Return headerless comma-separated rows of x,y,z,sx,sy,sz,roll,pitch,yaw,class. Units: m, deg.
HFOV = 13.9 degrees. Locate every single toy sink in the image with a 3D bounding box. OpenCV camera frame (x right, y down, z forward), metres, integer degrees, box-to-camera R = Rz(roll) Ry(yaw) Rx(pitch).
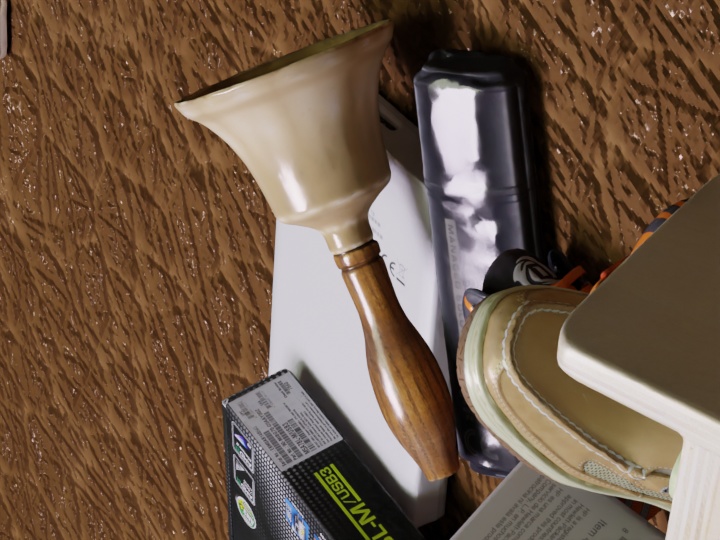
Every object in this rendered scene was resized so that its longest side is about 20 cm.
0.173,0.074,1.002,0.199,0.130,0.112,26,133,24,toy sink

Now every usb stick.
0.058,-0.001,1.312,0.055,0.033,0.201,7,117,31,usb stick

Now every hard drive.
0.002,0.009,1.426,0.132,0.026,0.201,43,142,40,hard drive

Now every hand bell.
0.000,0.000,1.321,0.104,0.104,0.201,-7,106,61,hand bell

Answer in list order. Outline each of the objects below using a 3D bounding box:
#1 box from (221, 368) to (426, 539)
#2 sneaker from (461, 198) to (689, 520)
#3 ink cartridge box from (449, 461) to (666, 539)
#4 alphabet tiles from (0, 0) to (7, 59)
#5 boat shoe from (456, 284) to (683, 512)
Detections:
0.000,0.178,1.490,0.200,0.047,0.194,50,154,30,box
0.092,0.020,1.223,0.112,0.077,0.200,52,147,28,sneaker
0.102,0.191,1.181,0.200,0.146,0.084,37,153,18,ink cartridge box
-0.262,-0.209,1.757,0.200,0.015,0.196,44,143,39,alphabet tiles
0.127,0.058,1.108,0.076,0.199,0.072,0,70,55,boat shoe
